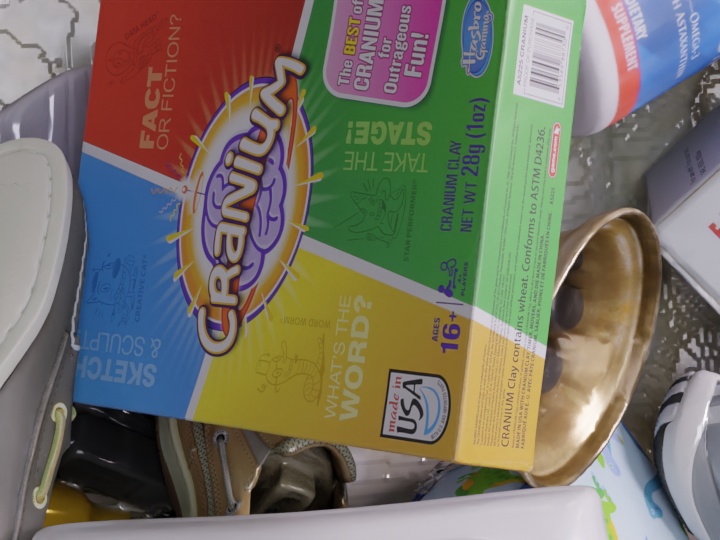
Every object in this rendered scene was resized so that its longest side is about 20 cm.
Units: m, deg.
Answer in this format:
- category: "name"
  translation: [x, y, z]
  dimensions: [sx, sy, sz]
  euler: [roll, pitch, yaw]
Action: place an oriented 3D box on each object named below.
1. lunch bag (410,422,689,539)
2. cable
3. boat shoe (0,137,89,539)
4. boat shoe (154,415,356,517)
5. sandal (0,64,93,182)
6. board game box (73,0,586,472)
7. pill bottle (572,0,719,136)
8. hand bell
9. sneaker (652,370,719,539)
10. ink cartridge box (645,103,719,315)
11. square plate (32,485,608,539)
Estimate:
- category: "lunch bag"
  translation: [0.081, 0.164, 0.812]
  dimensions: [0.082, 0.161, 0.201]
  euler: [-21, 99, 30]
- category: "cable"
  translation: [-0.072, 0.086, 0.839]
  dimensions: [0.199, 0.050, 0.098]
  euler: [29, 43, -28]
- category: "boat shoe"
  translation: [-0.135, 0.053, 0.749]
  dimensions: [0.060, 0.072, 0.203]
  euler: [43, 55, -52]
- category: "boat shoe"
  translation: [-0.028, 0.077, 0.785]
  dimensions: [0.071, 0.076, 0.201]
  euler: [16, 50, -29]
- category: "sandal"
  translation: [-0.162, -0.006, 0.809]
  dimensions: [0.206, 0.059, 0.080]
  euler: [-39, 113, -33]
- category: "board game box"
  translation: [-0.020, -0.019, 0.731]
  dimensions: [0.040, 0.199, 0.154]
  euler: [10, 86, -46]
- category: "pill bottle"
  translation: [0.140, -0.147, 0.858]
  dimensions: [0.199, 0.112, 0.113]
  euler: [-32, 96, -14]
- category: "hand bell"
  translation: [0.000, 0.000, 0.798]
  dimensions: [0.199, 0.104, 0.105]
  euler: [19, 82, 28]
- category: "sneaker"
  translation: [0.204, 0.117, 0.841]
  dimensions: [0.201, 0.115, 0.075]
  euler: [56, 40, -27]
- category: "ink cartridge box"
  translation: [0.231, -0.043, 0.855]
  dimensions: [0.200, 0.083, 0.147]
  euler: [-43, 100, 16]
- category: "square plate"
  translation: [-0.003, 0.168, 0.683]
  dimensions: [0.196, 0.028, 0.202]
  euler: [-3, 67, -8]
